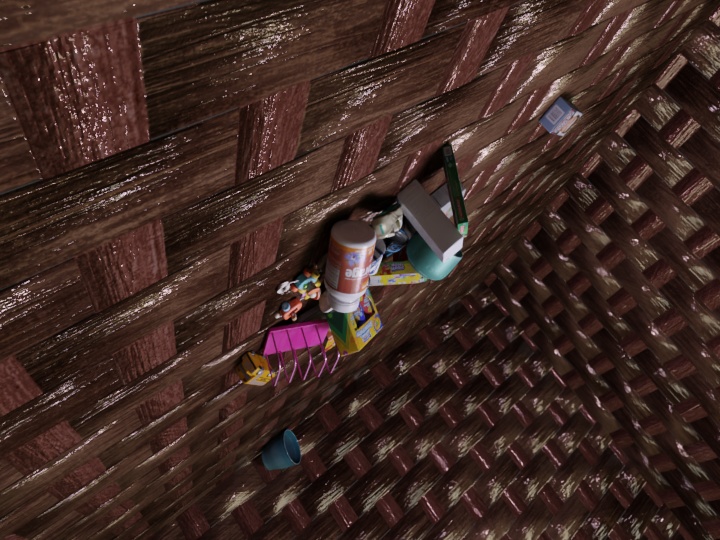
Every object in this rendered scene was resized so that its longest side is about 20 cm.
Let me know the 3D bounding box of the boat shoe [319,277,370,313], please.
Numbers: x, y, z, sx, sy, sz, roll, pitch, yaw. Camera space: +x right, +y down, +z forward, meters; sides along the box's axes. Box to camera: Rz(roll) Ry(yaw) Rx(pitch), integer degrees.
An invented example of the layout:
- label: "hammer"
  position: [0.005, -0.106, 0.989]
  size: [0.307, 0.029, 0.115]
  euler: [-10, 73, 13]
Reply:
- label: "boat shoe"
  position: [-0.033, 0.058, 1.402]
  size: [0.059, 0.076, 0.199]
  euler: [5, 147, -42]

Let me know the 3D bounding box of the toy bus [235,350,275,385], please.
- label: "toy bus"
  position: [-0.319, 0.301, 1.603]
  size: [0.077, 0.066, 0.200]
  euler: [-36, 164, -3]

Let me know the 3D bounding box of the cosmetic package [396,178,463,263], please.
- label: "cosmetic package"
  position: [0.182, -0.129, 1.384]
  size: [0.070, 0.202, 0.102]
  euler: [-36, 165, -1]

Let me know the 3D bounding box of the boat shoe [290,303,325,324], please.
- label: "boat shoe"
  position: [-0.144, 0.156, 1.632]
  size: [0.197, 0.063, 0.072]
  euler: [-35, 164, -17]

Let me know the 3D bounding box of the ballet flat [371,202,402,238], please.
- label: "ballet flat"
  position: [0.071, -0.120, 1.315]
  size: [0.070, 0.070, 0.200]
  euler: [-46, 178, 23]

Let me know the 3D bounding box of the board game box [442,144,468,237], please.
- label: "board game box"
  position: [0.245, -0.201, 1.364]
  size: [0.028, 0.208, 0.135]
  euler: [-11, 167, 7]

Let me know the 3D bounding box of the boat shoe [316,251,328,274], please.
- label: "boat shoe"
  position: [-0.023, -0.041, 1.383]
  size: [0.197, 0.065, 0.072]
  euler: [-31, 164, -29]

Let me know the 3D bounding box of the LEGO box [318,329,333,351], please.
- label: "LEGO box"
  position: [-0.067, 0.184, 1.861]
  size: [0.197, 0.078, 0.150]
  euler: [-33, 163, -25]

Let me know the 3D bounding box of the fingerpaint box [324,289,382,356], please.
- label: "fingerpaint box"
  position: [-0.020, 0.135, 1.591]
  size: [0.071, 0.172, 0.199]
  euler: [-18, -174, 27]

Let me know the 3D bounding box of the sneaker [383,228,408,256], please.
- label: "sneaker"
  position: [0.092, -0.087, 1.521]
  size: [0.081, 0.074, 0.200]
  euler: [-40, 164, -1]

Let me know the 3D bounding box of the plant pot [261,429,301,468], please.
- label: "plant pot"
  position: [-0.475, 1.072, 3.100]
  size: [0.183, 0.206, 0.200]
  euler: [-26, 167, 11]

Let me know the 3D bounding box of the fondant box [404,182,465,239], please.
- label: "fondant box"
  position: [0.225, -0.180, 1.619]
  size: [0.198, 0.059, 0.145]
  euler: [-37, 165, -9]

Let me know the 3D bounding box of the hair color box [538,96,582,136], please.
- label: "hair color box"
  position: [0.680, -0.519, 1.784]
  size: [0.100, 0.061, 0.198]
  euler: [-49, 163, 30]

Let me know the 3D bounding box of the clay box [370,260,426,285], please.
- label: "clay box"
  position: [0.117, 0.008, 1.695]
  size: [0.192, 0.050, 0.115]
  euler: [-4, 163, 3]

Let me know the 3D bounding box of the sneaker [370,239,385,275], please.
- label: "sneaker"
  position: [0.001, -0.001, 1.522]
  size: [0.198, 0.081, 0.115]
  euler: [-42, 162, -3]

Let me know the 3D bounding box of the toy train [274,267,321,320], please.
- label: "toy train"
  position: [-0.159, 0.073, 1.387]
  size: [0.148, 0.056, 0.201]
  euler: [-36, 164, -18]

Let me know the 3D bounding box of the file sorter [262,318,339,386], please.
- label: "file sorter"
  position: [-0.174, 0.245, 1.557]
  size: [0.193, 0.128, 0.141]
  euler: [-7, 147, -25]

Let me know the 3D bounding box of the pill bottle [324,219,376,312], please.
- label: "pill bottle"
  position: [-0.029, -0.007, 1.263]
  size: [0.110, 0.111, 0.206]
  euler: [-25, 136, -42]

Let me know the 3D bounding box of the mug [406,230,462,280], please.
- label: "mug"
  position: [0.211, -0.050, 1.535]
  size: [0.115, 0.153, 0.183]
  euler: [-49, 162, 22]

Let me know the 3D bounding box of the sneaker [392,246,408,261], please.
- label: "sneaker"
  position: [0.176, -0.058, 1.692]
  size: [0.196, 0.078, 0.086]
  euler: [-25, -159, 35]
